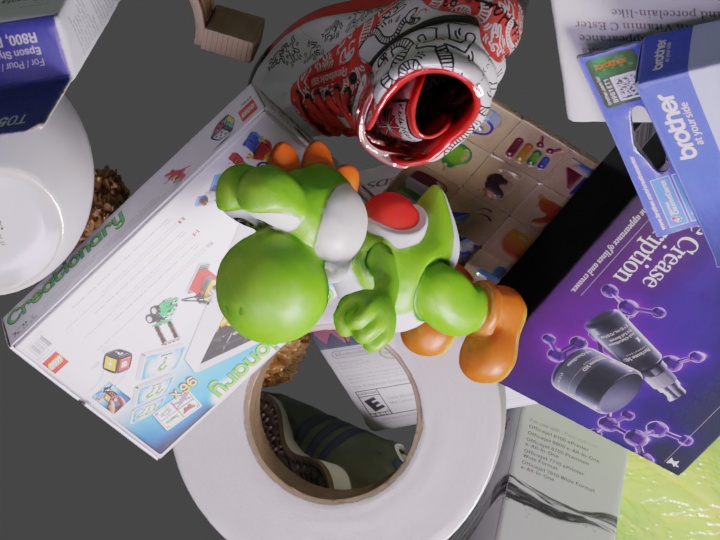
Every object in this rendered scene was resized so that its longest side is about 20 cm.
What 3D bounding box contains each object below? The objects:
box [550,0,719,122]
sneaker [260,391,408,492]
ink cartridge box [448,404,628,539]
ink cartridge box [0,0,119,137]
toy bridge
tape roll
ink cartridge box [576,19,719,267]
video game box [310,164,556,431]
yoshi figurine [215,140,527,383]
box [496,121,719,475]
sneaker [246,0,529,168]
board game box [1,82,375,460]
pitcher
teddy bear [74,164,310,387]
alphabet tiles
[{"bbox_3d":[0.202,-0.177,1.198,0.198,0.200,0.131,2,134,16],"label":"box"},{"bbox_3d":[-0.012,0.132,1.626,0.089,0.200,0.067,8,101,-20],"label":"sneaker"},{"bbox_3d":[0.099,0.201,1.618,0.083,0.201,0.145,21,137,-6],"label":"ink cartridge box"},{"bbox_3d":[-0.227,-0.138,1.384,0.195,0.200,0.043,-7,126,24],"label":"ink cartridge box"},{"bbox_3d":[-0.075,-0.203,1.392,0.067,0.027,0.200,17,137,4],"label":"toy bridge"},{"bbox_3d":[-0.013,0.082,1.494,0.202,0.037,0.204,1,94,8],"label":"tape roll"},{"bbox_3d":[0.207,-0.065,1.136,0.199,0.042,0.120,-9,130,25],"label":"ink cartridge box"},{"bbox_3d":[0.055,0.011,1.552,0.199,0.047,0.182,-11,131,28],"label":"video game box"},{"bbox_3d":[-0.009,0.013,1.367,0.112,0.112,0.200,-36,136,29],"label":"yoshi figurine"},{"bbox_3d":[0.178,0.007,1.415,0.141,0.079,0.200,25,133,-13],"label":"box"},{"bbox_3d":[0.001,-0.099,1.413,0.201,0.108,0.067,-22,124,35],"label":"sneaker"},{"bbox_3d":[-0.089,0.004,1.430,0.200,0.035,0.126,-42,125,9],"label":"board game box"},{"bbox_3d":[-0.208,-0.053,1.447,0.121,0.200,0.172,-21,123,1],"label":"pitcher"},{"bbox_3d":[-0.128,0.013,1.573,0.200,0.067,0.145,45,139,-2],"label":"teddy bear"},{"bbox_3d":[0.107,-0.008,1.480,0.199,0.008,0.167,30,134,-13],"label":"alphabet tiles"}]
